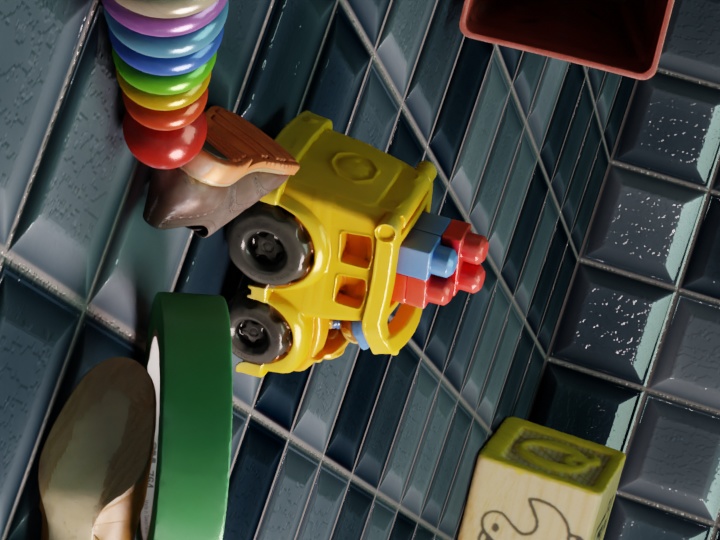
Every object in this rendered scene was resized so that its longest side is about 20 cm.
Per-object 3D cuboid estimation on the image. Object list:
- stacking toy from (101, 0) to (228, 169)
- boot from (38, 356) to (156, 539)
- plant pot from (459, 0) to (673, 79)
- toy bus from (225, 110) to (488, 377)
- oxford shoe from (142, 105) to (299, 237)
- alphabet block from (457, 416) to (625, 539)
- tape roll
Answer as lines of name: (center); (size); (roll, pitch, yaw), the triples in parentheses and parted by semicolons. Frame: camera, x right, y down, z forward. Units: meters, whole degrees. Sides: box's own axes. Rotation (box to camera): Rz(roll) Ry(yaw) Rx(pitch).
stacking toy: (-0.118, -0.134, 1.399); (0.200, 0.085, 0.086); (96, 16, -58)
boot: (-0.178, 0.158, 1.559); (0.144, 0.070, 0.202); (50, 54, -86)
plant pot: (0.223, -0.328, 2.311); (0.176, 0.199, 0.201); (-68, 171, -72)
toy bus: (0.000, 0.000, 1.801); (0.136, 0.191, 0.201); (-58, 162, -52)
oxford shoe: (-0.102, -0.066, 1.599); (0.073, 0.071, 0.200); (-56, 167, 14)
alphabet block: (0.258, 0.355, 3.334); (0.196, 0.194, 0.201); (-44, 148, -68)
tape roll: (-0.122, 0.116, 1.568); (0.200, 0.048, 0.202); (-176, -90, -80)
